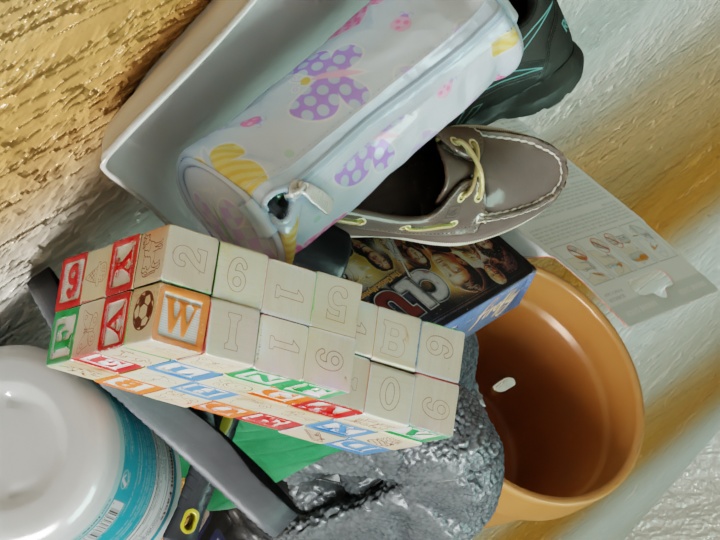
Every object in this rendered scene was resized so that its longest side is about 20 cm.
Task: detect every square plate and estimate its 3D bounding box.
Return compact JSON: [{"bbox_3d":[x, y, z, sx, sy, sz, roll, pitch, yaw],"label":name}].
[{"bbox_3d":[-0.052,-0.111,1.426,0.200,0.028,0.198,-48,164,-2],"label":"square plate"}]

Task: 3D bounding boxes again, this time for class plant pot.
[{"bbox_3d":[0.096,0.110,2.055,0.200,0.200,0.140,-34,176,-41],"label":"plant pot"}]

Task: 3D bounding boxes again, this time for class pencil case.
[{"bbox_3d":[-0.005,-0.083,1.411,0.200,0.083,0.091,-42,-177,-24],"label":"pencil case"}]

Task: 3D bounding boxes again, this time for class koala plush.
[{"bbox_3d":[0.026,0.084,1.813,0.200,0.183,0.178,-67,142,-50],"label":"koala plush"}]

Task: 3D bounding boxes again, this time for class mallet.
[{"bbox_3d":[-0.058,0.061,1.509,0.041,0.065,0.201,-163,-94,-71],"label":"mallet"}]

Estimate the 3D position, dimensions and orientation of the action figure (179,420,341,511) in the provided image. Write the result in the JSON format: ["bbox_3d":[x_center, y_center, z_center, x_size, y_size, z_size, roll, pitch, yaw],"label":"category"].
[{"bbox_3d":[-0.044,0.091,1.659,0.199,0.055,0.118,-19,144,37],"label":"action figure"}]

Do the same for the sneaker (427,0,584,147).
[{"bbox_3d":[0.045,-0.111,1.638,0.200,0.075,0.080,-35,130,-22],"label":"sneaker"}]

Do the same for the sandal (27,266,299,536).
[{"bbox_3d":[-0.102,0.062,1.449,0.043,0.200,0.076,-45,-157,1],"label":"sandal"}]

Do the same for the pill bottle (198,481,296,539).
[{"bbox_3d":[-0.069,0.206,1.947,0.112,0.112,0.200,-26,153,-52],"label":"pill bottle"}]

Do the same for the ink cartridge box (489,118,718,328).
[{"bbox_3d":[0.121,-0.024,1.758,0.047,0.200,0.160,-56,162,24],"label":"ink cartridge box"}]

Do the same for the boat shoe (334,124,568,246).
[{"bbox_3d":[0.037,-0.053,1.568,0.199,0.072,0.059,-2,174,-22],"label":"boat shoe"}]

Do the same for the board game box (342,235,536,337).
[{"bbox_3d":[0.000,0.000,1.619,0.200,0.135,0.035,-29,155,-50],"label":"board game box"}]

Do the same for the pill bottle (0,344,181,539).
[{"bbox_3d":[-0.164,0.110,1.490,0.111,0.111,0.200,-48,164,-2],"label":"pill bottle"}]

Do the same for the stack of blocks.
[{"bbox_3d":[-0.045,0.039,1.383,0.115,0.199,0.059,-15,-118,55],"label":"stack of blocks"}]
